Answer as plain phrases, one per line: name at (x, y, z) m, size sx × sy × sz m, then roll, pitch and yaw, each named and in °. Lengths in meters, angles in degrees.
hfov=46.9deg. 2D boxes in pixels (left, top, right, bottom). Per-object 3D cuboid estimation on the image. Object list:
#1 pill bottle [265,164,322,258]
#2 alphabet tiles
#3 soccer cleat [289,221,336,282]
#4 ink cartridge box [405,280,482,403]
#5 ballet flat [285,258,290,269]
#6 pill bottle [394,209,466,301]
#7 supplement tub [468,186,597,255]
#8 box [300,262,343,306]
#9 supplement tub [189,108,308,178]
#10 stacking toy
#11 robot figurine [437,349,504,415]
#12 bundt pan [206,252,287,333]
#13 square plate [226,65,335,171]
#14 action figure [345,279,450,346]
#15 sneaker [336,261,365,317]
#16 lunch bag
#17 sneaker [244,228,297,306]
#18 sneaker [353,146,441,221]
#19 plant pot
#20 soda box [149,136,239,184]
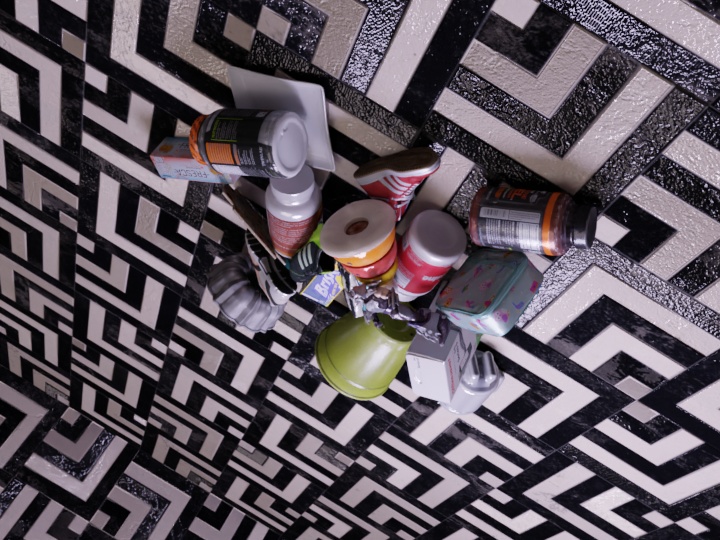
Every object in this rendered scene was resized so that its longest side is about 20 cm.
pill bottle at (-0.130, -0.120, 1.645) m, size 0.112 × 0.112 × 0.200 m, roll 22°, pitch 149°, yaw 13°
alphabet tiles at (-0.221, -0.101, 1.731) m, size 0.006 × 0.166 × 0.200 m, roll -37°, pitch 110°, yaw 7°
soccer cleat at (-0.088, -0.017, 1.634) m, size 0.067 × 0.081 × 0.200 m, roll -4°, pitch 151°, yaw -29°
ink cartridge box at (0.174, 0.145, 1.679) m, size 0.084 × 0.200 × 0.146 m, roll 13°, pitch 141°, yaw 24°
ballet flat at (-0.135, -0.020, 1.826) m, size 0.069 × 0.069 × 0.200 m, roll 40°, pitch 145°, yaw -13°
pill bottle at (0.115, -0.021, 1.597) m, size 0.112 × 0.112 × 0.200 m, roll 32°, pitch 145°, yaw -1°
supplement tub at (0.291, -0.083, 1.399) m, size 0.200 × 0.107 × 0.107 m, roll 9°, pitch 139°, yaw 27°
box at (-0.047, -0.013, 1.719) m, size 0.070 × 0.064 × 0.200 m, roll 26°, pitch 133°, yaw -17°
supplement tub at (-0.207, -0.234, 1.518) m, size 0.200 × 0.123 × 0.123 m, roll 9°, pitch 139°, yaw 29°
stacking toy at (0.024, -0.018, 1.531) m, size 0.146 × 0.146 × 0.200 m, roll 3°, pitch 136°, yaw 34°
robot figurine at (0.235, 0.249, 1.837) m, size 0.169 × 0.113 × 0.200 m, roll 6°, pitch 147°, yaw -14°
bundt pan at (-0.247, 0.039, 1.884) m, size 0.202 × 0.202 × 0.076 m, roll 41°, pitch 118°, yaw -13°
square plate at (-0.140, -0.284, 1.538) m, size 0.198 × 0.028 × 0.200 m, roll 17°, pitch 142°, yaw 20°
action figure at (0.064, 0.074, 1.523) m, size 0.200 × 0.069 × 0.130 m, roll 23°, pitch 167°, yaw -13°
sneaker at (0.000, 0.000, 1.643) m, size 0.078 × 0.080 × 0.200 m, roll -129°, pitch 22°, yaw -49°
lunch bag at (0.233, 0.032, 1.514) m, size 0.077 × 0.160 × 0.200 m, roll 41°, pitch 169°, yaw -21°
sneaker at (-0.208, -0.009, 1.813) m, size 0.200 × 0.074 × 0.080 m, roll 64°, pitch 144°, yaw 25°
sneaker at (0.086, -0.152, 1.494) m, size 0.200 × 0.071 × 0.113 m, roll -3°, pitch 129°, yaw 49°
plant pot at (0.032, 0.152, 1.824) m, size 0.200 × 0.200 × 0.193 m, roll 36°, pitch 133°, yaw -6°
soda box at (-0.334, -0.228, 1.713) m, size 0.200 × 0.068 × 0.064 m, roll 9°, pitch 140°, yaw 29°
